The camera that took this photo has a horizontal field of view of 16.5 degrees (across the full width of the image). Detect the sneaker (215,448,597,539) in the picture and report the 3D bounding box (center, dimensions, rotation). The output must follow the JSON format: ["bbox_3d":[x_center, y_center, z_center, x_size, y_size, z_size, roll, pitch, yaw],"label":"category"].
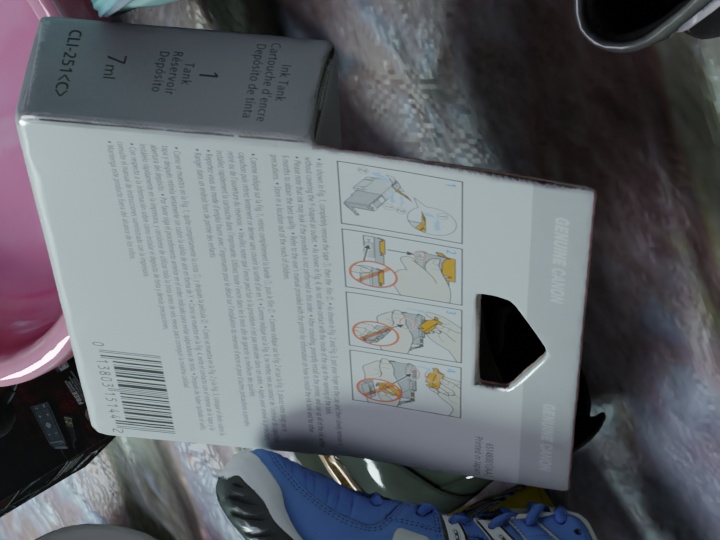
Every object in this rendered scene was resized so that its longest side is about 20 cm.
[{"bbox_3d":[0.041,0.111,0.894,0.200,0.077,0.076,29,176,-7],"label":"sneaker"}]

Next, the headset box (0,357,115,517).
[{"bbox_3d":[-0.245,0.075,1.224,0.149,0.200,0.077,57,150,6],"label":"headset box"}]

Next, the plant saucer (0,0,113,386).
[{"bbox_3d":[-0.152,-0.057,0.957,0.200,0.051,0.201,17,118,36],"label":"plant saucer"}]

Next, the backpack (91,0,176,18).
[{"bbox_3d":[-0.049,-0.164,0.747,0.200,0.176,0.153,7,124,65],"label":"backpack"}]

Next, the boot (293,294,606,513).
[{"bbox_3d":[0.000,0.000,0.936,0.200,0.077,0.138,50,146,-8],"label":"boot"}]

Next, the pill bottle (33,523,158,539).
[{"bbox_3d":[-0.146,0.228,1.299,0.114,0.114,0.200,47,148,20],"label":"pill bottle"}]

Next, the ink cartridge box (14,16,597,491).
[{"bbox_3d":[-0.012,0.000,0.821,0.176,0.045,0.200,7,149,6],"label":"ink cartridge box"}]

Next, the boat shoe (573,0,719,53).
[{"bbox_3d":[0.112,-0.122,0.661,0.067,0.057,0.200,50,149,15],"label":"boat shoe"}]

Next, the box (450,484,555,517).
[{"bbox_3d":[0.017,0.147,1.028,0.064,0.070,0.200,59,150,2],"label":"box"}]
